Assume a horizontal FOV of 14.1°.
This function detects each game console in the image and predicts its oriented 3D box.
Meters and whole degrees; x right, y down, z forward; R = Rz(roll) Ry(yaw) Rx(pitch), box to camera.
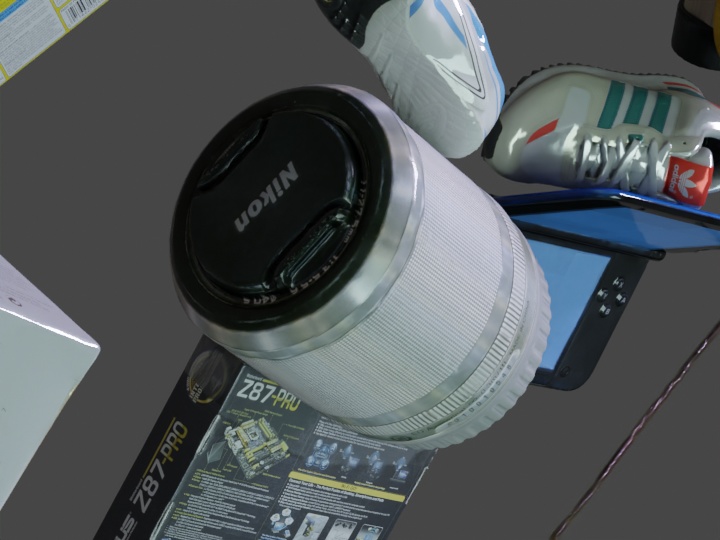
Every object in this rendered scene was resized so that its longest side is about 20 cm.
[{"bbox_3d":[0.142,0.014,1.815,0.199,0.118,0.172,12,110,-46],"label":"game console"}]

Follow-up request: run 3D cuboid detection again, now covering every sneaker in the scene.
[{"bbox_3d":[0.169,-0.077,1.793,0.199,0.093,0.071,-3,120,-41],"label":"sneaker"},{"bbox_3d":[0.025,-0.152,1.640,0.201,0.071,0.073,61,35,-39],"label":"sneaker"}]

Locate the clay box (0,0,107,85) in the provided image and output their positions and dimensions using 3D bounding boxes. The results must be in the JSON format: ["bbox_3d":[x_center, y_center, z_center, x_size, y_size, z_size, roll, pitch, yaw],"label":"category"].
[{"bbox_3d":[-0.205,-0.180,1.411,0.115,0.048,0.201,-40,137,-14],"label":"clay box"}]

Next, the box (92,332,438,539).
[{"bbox_3d":[-0.053,0.132,1.775,0.199,0.049,0.162,17,108,-47],"label":"box"}]

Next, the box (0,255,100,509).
[{"bbox_3d":[-0.249,0.039,1.412,0.106,0.200,0.153,25,100,-47],"label":"box"}]

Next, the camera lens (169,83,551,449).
[{"bbox_3d":[0.000,0.000,1.642,0.160,0.160,0.200,-52,139,1],"label":"camera lens"}]

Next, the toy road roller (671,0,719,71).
[{"bbox_3d":[0.298,-0.177,1.800,0.199,0.146,0.124,-16,129,-34],"label":"toy road roller"}]
